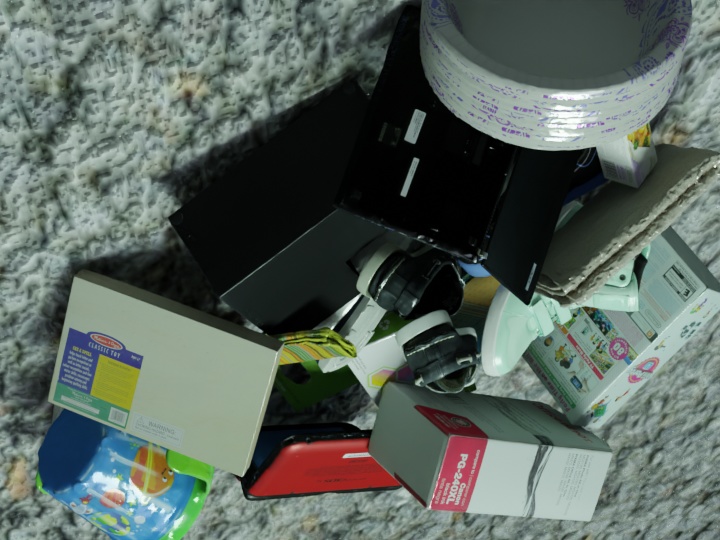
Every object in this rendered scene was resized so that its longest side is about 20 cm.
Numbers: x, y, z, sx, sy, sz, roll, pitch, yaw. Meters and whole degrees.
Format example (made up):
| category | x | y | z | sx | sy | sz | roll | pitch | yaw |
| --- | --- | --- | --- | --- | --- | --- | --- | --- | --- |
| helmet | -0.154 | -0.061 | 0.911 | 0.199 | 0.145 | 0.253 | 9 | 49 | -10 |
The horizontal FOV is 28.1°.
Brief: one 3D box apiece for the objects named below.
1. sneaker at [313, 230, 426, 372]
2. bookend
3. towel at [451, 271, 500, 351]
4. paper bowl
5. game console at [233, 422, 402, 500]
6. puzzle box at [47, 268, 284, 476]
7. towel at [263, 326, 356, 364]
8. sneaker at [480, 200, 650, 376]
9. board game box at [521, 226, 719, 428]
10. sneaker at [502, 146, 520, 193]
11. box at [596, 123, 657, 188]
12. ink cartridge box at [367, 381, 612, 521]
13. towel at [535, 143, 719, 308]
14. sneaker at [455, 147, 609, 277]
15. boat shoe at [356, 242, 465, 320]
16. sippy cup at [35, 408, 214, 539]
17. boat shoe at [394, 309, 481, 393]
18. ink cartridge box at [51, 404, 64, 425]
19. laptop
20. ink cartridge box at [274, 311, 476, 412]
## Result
| category | x | y | z | sx | sy | sz | roll | pitch | yaw |
| --- | --- | --- | --- | --- | --- | --- | --- | --- | --- |
| sneaker | 0.000 | 0.000 | 1.380 | 0.200 | 0.080 | 0.076 | -52 | 158 | 8 |
| bookend | -0.036 | -0.041 | 1.278 | 0.199 | 0.092 | 0.199 | -37 | 157 | 4 |
| towel | 0.148 | 0.027 | 1.554 | 0.146 | 0.022 | 0.200 | 16 | 131 | -44 |
| paper bowl | 0.142 | -0.173 | 1.087 | 0.199 | 0.202 | 0.105 | -14 | 146 | -12 |
| game console | -0.040 | 0.178 | 1.561 | 0.198 | 0.119 | 0.173 | 0 | 145 | -32 |
| puzzle box | -0.178 | 0.091 | 1.297 | 0.198 | 0.025 | 0.134 | 20 | 113 | 6 |
| towel | -0.107 | 0.083 | 1.331 | 0.198 | 0.018 | 0.086 | -10 | 161 | 17 |
| sneaker | 0.204 | 0.031 | 1.403 | 0.201 | 0.118 | 0.074 | -57 | 150 | -14 |
| board game box | 0.256 | 0.040 | 1.481 | 0.200 | 0.148 | 0.064 | -48 | 147 | 21 |
| sneaker | 0.125 | -0.103 | 1.305 | 0.090 | 0.076 | 0.201 | -16 | 149 | -21 |
| box | 0.221 | -0.156 | 1.261 | 0.039 | 0.041 | 0.201 | -51 | 140 | -23 |
| ink cartridge box | 0.130 | 0.183 | 1.453 | 0.198 | 0.145 | 0.084 | 10 | 101 | -27 |
| towel | 0.239 | -0.044 | 1.326 | 0.200 | 0.132 | 0.035 | -41 | 105 | -4 |
| sneaker | 0.156 | -0.076 | 1.369 | 0.200 | 0.070 | 0.078 | -42 | 141 | 17 |
| boat shoe | 0.063 | 0.016 | 1.331 | 0.075 | 0.066 | 0.199 | -56 | 161 | 5 |
| sippy cup | -0.236 | 0.192 | 1.392 | 0.178 | 0.140 | 0.130 | -43 | 133 | 13 |
| boat shoe | 0.078 | 0.088 | 1.355 | 0.075 | 0.061 | 0.200 | -28 | 164 | 12 |
| ink cartridge box | -0.204 | 0.115 | 1.449 | 0.198 | 0.045 | 0.177 | -7 | 145 | -23 |
| laptop | 0.091 | -0.092 | 1.195 | 0.198 | 0.179 | 0.103 | 21 | 170 | -7 |
| ink cartridge box | 0.001 | 0.100 | 1.497 | 0.199 | 0.076 | 0.148 | -25 | 139 | 8 |
